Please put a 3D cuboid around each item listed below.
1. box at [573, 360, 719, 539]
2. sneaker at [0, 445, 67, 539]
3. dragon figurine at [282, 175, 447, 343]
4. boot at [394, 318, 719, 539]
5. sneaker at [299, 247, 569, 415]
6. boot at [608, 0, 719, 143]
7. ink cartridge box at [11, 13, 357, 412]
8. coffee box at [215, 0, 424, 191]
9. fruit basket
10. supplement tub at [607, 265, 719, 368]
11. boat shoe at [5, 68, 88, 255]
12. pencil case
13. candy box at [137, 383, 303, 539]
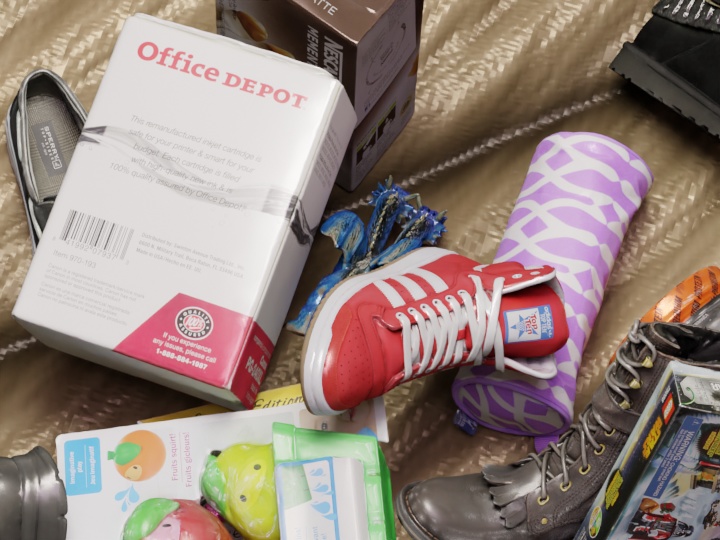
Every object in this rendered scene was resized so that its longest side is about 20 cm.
[{"bbox_3d":[0.202,0.146,1.622,0.136,0.201,0.040,11,40,-15],"label":"box"},{"bbox_3d":[-0.223,0.201,1.661,0.090,0.076,0.202,1,96,-22],"label":"sneaker"},{"bbox_3d":[0.000,0.000,1.760,0.059,0.200,0.100,24,105,11],"label":"dragon figurine"},{"bbox_3d":[0.132,0.093,1.639,0.199,0.175,0.069,2,43,-28],"label":"boot"},{"bbox_3d":[0.050,0.038,1.661,0.112,0.072,0.200,9,23,26],"label":"sneaker"},{"bbox_3d":[0.271,-0.149,1.818,0.211,0.079,0.158,37,96,28],"label":"boot"},{"bbox_3d":[-0.103,-0.035,1.722,0.144,0.083,0.201,18,79,14],"label":"ink cartridge box"},{"bbox_3d":[-0.026,-0.150,1.792,0.114,0.200,0.080,34,69,12],"label":"coffee box"},{"bbox_3d":[-0.076,0.165,1.643,0.198,0.094,0.187,-5,66,0],"label":"fruit basket"},{"bbox_3d":[0.251,0.101,1.733,0.122,0.123,0.200,-38,72,-17],"label":"supplement tub"},{"bbox_3d":[-0.182,-0.035,1.805,0.072,0.071,0.201,-22,69,-12],"label":"boat shoe"},{"bbox_3d":[0.124,0.012,1.792,0.085,0.084,0.201,33,66,-29],"label":"pencil case"},{"bbox_3d":[-0.049,0.175,1.722,0.135,0.061,0.201,-13,67,-7],"label":"candy box"}]
